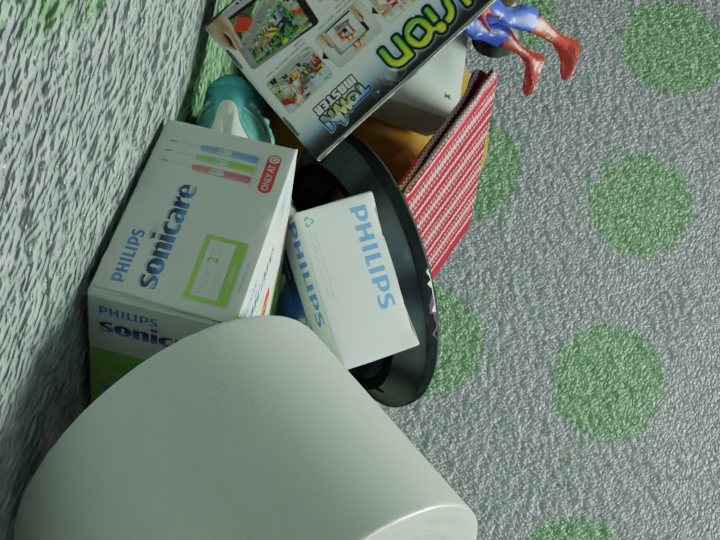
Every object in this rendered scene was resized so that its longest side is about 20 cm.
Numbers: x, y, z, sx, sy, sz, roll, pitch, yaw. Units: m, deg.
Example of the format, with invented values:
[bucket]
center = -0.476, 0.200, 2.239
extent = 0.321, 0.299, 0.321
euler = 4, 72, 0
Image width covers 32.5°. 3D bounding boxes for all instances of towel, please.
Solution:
[towel]
center = 0.053, -0.044, 0.948
extent = 0.145, 0.022, 0.201
euler = -54, 163, -29

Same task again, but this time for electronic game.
[electronic game]
center = 0.000, 0.000, 0.881
extent = 0.200, 0.041, 0.202
euler = 47, -34, 46

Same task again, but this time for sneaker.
[sneaker]
center = -0.078, -0.073, 0.852
extent = 0.200, 0.076, 0.081
euler = 101, -9, -78

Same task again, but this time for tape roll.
[tape roll]
center = -0.057, 0.144, 0.630
extent = 0.201, 0.139, 0.204
euler = -31, 148, -22

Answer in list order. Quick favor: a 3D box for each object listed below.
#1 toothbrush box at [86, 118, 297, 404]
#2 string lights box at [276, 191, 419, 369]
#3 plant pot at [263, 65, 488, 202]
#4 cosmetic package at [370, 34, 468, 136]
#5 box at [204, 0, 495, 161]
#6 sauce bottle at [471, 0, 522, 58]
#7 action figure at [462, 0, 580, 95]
[toothbrush box]
center = -0.101, 0.038, 0.740
extent = 0.202, 0.085, 0.147
euler = 100, 4, -45
[string lights box]
center = -0.038, 0.021, 0.851
extent = 0.200, 0.058, 0.104
euler = -25, -98, 66
[plant pot]
center = -0.016, -0.089, 1.041
extent = 0.184, 0.198, 0.202
euler = -50, 160, -46
[cosmetic package]
center = 0.015, -0.223, 0.958
extent = 0.052, 0.149, 0.203
euler = -18, -120, 62
[box]
center = 0.012, -0.176, 0.771
extent = 0.200, 0.110, 0.035
euler = -41, -177, 4
[sauce bottle]
center = 0.092, -0.238, 0.887
extent = 0.201, 0.064, 0.065
euler = 79, 21, -53
[action figure]
center = 0.068, -0.189, 0.867
extent = 0.065, 0.199, 0.052
euler = -9, -124, 55
